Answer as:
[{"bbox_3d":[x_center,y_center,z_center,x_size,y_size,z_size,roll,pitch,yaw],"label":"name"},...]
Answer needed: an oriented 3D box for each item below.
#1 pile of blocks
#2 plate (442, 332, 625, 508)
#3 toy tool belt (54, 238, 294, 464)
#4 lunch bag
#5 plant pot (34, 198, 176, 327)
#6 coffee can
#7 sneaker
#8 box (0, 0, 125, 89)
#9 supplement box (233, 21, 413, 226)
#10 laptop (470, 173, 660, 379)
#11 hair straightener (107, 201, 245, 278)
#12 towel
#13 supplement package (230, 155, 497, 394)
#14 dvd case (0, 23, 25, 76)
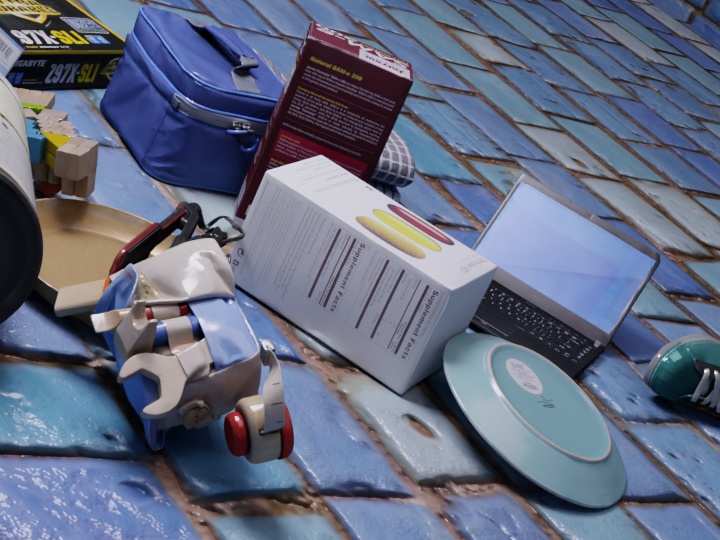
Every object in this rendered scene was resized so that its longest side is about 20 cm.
[{"bbox_3d":[-0.290,-0.105,1.461,0.081,0.063,0.200,-2,23,-26],"label":"pile of blocks"},{"bbox_3d":[0.157,0.120,1.427,0.199,0.026,0.201,31,27,-18],"label":"plate"},{"bbox_3d":[-0.138,0.070,1.181,0.122,0.126,0.201,-12,45,-21],"label":"toy tool belt"},{"bbox_3d":[-0.160,-0.175,1.654,0.135,0.133,0.200,7,28,-37],"label":"lunch bag"},{"bbox_3d":[-0.198,0.004,1.356,0.198,0.028,0.200,21,22,-9],"label":"plant pot"},{"bbox_3d":[-0.311,-0.061,1.215,0.145,0.147,0.200,16,24,-22],"label":"coffee can"},{"bbox_3d":[0.372,0.117,1.661,0.199,0.072,0.080,10,22,-37],"label":"sneaker"},{"bbox_3d":[-0.353,-0.247,1.722,0.159,0.050,0.199,38,25,24],"label":"box"},{"bbox_3d":[-0.037,-0.120,1.573,0.108,0.201,0.061,22,22,-9],"label":"supplement box"},{"bbox_3d":[0.184,0.004,1.668,0.176,0.104,0.200,31,23,15],"label":"laptop"},{"bbox_3d":[-0.143,-0.013,1.380,0.076,0.041,0.200,27,18,3],"label":"hair straightener"},{"bbox_3d":[-0.049,-0.151,1.785,0.164,0.086,0.200,12,26,-33],"label":"towel"},{"bbox_3d":[0.000,0.000,1.467,0.199,0.110,0.114,32,23,16],"label":"supplement package"},{"bbox_3d":[-0.375,-0.168,1.366,0.143,0.017,0.201,43,48,-21],"label":"dvd case"}]
